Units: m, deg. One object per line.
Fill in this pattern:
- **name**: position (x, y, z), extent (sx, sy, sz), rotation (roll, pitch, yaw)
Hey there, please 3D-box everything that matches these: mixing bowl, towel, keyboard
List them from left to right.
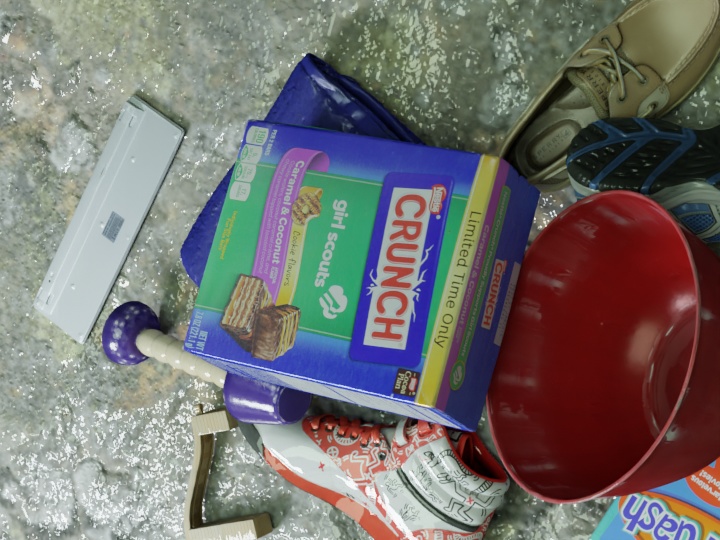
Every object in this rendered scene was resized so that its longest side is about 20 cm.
- **keyboard**: position (-0.199, -0.038, 1.481), extent (0.056, 0.011, 0.200), rotation (33, 111, 14)
- **towel**: position (-0.035, -0.039, 1.379), extent (0.148, 0.050, 0.200), rotation (46, 115, 22)
- **mixing bowl**: position (0.182, 0.057, 1.200), extent (0.200, 0.108, 0.201), rotation (-29, 54, 49)

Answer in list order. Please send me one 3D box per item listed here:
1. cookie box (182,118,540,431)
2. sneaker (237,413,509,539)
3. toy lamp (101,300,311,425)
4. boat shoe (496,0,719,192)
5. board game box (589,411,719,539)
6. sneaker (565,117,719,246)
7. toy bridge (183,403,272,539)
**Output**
- **cookie box**: position (0.000, 0.000, 1.261), extent (0.200, 0.075, 0.172), rotation (11, 80, 30)
- **sneaker**: position (0.013, 0.127, 1.365), extent (0.201, 0.067, 0.108), rotation (37, 111, 14)
- **toy lamp**: position (-0.112, 0.069, 1.391), extent (0.200, 0.058, 0.058), rotation (21, 107, 45)
- **boat shoe**: position (0.168, -0.122, 1.250), extent (0.071, 0.064, 0.200), rotation (48, 115, 13)
- **board game box**: position (0.266, 0.143, 1.249), extent (0.152, 0.045, 0.200), rotation (36, 112, 19)
- **sneaker**: position (0.235, -0.054, 1.231), extent (0.199, 0.077, 0.076), rotation (9, 59, 13)
- **toy bridge**: position (-0.102, 0.200, 1.455), extent (0.067, 0.027, 0.201), rotation (-13, 91, 29)
